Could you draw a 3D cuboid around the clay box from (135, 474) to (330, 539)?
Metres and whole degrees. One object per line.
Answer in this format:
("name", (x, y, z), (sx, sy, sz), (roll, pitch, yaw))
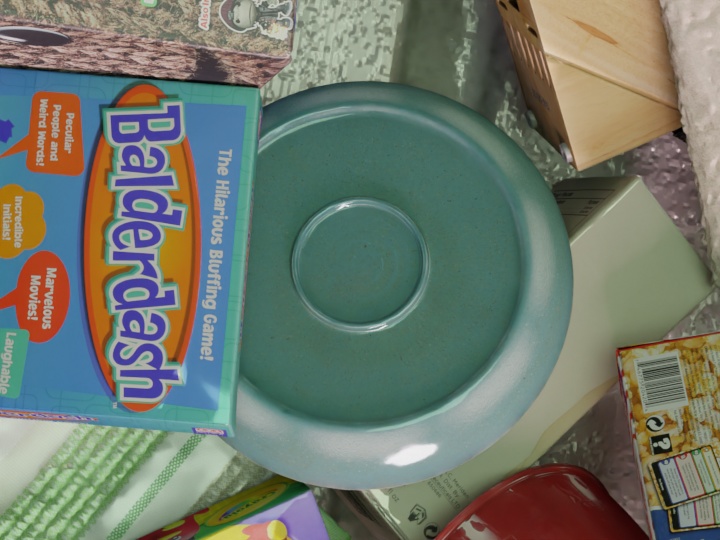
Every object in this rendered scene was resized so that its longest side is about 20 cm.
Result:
("clay box", (-0.098, 0.186, 0.879), (0.199, 0.048, 0.116), (-24, 102, -14))

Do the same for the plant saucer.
("plant saucer", (0.000, 0.000, 0.891), (0.198, 0.027, 0.202), (-1, 72, 3))

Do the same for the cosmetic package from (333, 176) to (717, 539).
("cosmetic package", (0.069, 0.045, 0.949), (0.200, 0.103, 0.073), (-41, 101, -10))

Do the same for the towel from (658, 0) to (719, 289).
("towel", (0.207, -0.090, 0.874), (0.131, 0.035, 0.202), (-9, 112, 14))

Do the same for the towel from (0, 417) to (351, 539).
("towel", (-0.120, 0.117, 0.905), (0.200, 0.031, 0.149), (44, 83, -17))

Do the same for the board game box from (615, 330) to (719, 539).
("board game box", (0.224, 0.091, 0.852), (0.198, 0.046, 0.153), (-10, 56, 6))

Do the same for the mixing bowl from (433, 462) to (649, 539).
("mixing bowl", (0.097, 0.203, 0.903), (0.199, 0.108, 0.202), (-27, 130, -37))

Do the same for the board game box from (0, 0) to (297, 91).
("board game box", (-0.139, -0.137, 0.857), (0.198, 0.159, 0.098), (6, 82, -14))

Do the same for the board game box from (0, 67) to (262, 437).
("board game box", (-0.147, -0.011, 0.851), (0.198, 0.045, 0.154), (4, 78, -1))

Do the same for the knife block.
("knife block", (0.157, -0.132, 0.929), (0.174, 0.064, 0.201), (-25, 120, -7))
